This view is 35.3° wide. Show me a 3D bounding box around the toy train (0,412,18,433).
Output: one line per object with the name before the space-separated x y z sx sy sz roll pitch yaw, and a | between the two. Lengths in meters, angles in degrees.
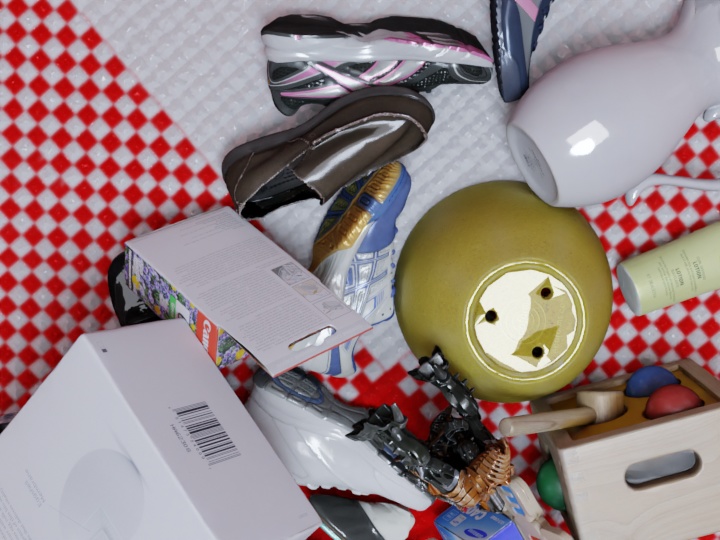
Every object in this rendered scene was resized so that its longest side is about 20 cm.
toy train | -0.297 0.230 1.004 0.084 0.114 0.202 -9 99 1

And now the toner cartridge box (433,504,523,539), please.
toner cartridge box | 0.145 0.305 1.020 0.043 0.095 0.201 -33 103 -16

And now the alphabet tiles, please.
alphabet tiles | 0.163 0.257 0.980 0.015 0.195 0.201 -32 98 -16

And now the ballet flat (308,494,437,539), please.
ballet flat | 0.034 0.259 1.043 0.068 0.068 0.200 -43 107 -4

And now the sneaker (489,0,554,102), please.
sneaker | 0.151 -0.244 0.960 0.081 0.070 0.202 0 100 2

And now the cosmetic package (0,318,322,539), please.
cosmetic package | -0.173 0.180 0.861 0.200 0.123 0.200 -45 72 24

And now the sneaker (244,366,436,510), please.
sneaker | -0.021 0.163 1.030 0.199 0.075 0.087 31 112 -1

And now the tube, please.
tube | 0.329 -0.018 1.010 0.198 0.052 0.058 -20 139 -3

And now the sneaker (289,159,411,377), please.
sneaker | 0.000 0.000 1.005 0.088 0.075 0.201 27 99 -22

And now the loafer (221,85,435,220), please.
loafer | -0.025 -0.089 0.958 0.199 0.072 0.073 -22 142 21

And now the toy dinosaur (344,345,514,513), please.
toy dinosaur | 0.078 0.140 0.907 0.136 0.200 0.102 49 51 -2

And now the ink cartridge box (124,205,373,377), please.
ink cartridge box | -0.095 0.028 0.927 0.108 0.200 0.051 -23 137 -36

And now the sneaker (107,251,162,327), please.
sneaker | -0.166 0.077 0.994 0.069 0.090 0.201 -22 99 3

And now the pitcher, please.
pitcher | 0.238 -0.117 0.962 0.199 0.121 0.172 -30 101 -8

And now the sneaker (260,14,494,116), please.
sneaker | 0.013 -0.169 0.979 0.198 0.081 0.087 4 119 0

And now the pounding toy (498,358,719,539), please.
pounding toy | 0.217 0.146 0.963 0.198 0.184 0.143 -14 98 2

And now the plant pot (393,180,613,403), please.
plant pot | 0.130 0.029 0.965 0.198 0.142 0.202 0 98 -1
